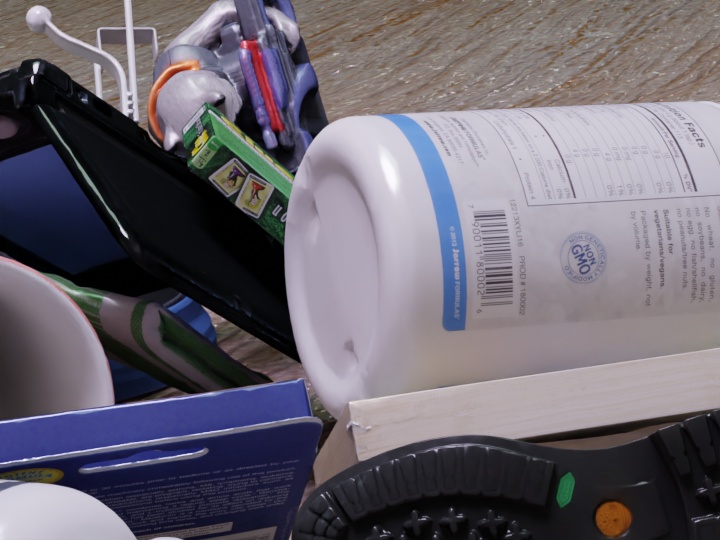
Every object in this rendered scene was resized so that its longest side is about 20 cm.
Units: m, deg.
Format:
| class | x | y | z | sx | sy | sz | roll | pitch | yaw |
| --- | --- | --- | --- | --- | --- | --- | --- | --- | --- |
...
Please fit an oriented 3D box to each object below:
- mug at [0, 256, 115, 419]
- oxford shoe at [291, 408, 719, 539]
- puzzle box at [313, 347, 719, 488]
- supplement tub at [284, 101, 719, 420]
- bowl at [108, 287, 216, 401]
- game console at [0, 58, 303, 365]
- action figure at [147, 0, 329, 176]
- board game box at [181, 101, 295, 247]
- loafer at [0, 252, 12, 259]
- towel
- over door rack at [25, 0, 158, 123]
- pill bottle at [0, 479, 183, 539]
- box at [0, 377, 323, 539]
| class | x | y | z | sx | sy | sz | roll | pitch | yaw |
| --- | --- | --- | --- | --- | --- | --- | --- | --- | --- |
| mug | -0.210 | 0.034 | 1.098 | 0.133 | 0.178 | 0.200 | -39 | 18 | -15 |
| oxford shoe | 0.074 | 0.096 | 0.945 | 0.198 | 0.073 | 0.084 | -6 | -8 | 1 |
| puzzle box | 0.084 | 0.063 | 1.020 | 0.198 | 0.026 | 0.133 | -8 | -13 | -10 |
| supplement tub | 0.079 | -0.004 | 1.074 | 0.198 | 0.133 | 0.132 | -3 | 10 | -23 |
| bowl | -0.177 | 0.035 | 1.364 | 0.199 | 0.040 | 0.201 | -5 | 13 | 1 |
| game console | -0.110 | 0.000 | 1.146 | 0.175 | 0.117 | 0.200 | -16 | -29 | 28 |
| action figure | -0.056 | -0.052 | 1.312 | 0.104 | 0.202 | 0.193 | -18 | -13 | 11 |
| board game box | 0.000 | 0.000 | 1.168 | 0.023 | 0.200 | 0.105 | -48 | 11 | 7 |
| loafer | -0.178 | -0.026 | 1.379 | 0.199 | 0.071 | 0.068 | -4 | 11 | 7 |
| towel | -0.144 | 0.013 | 1.198 | 0.199 | 0.024 | 0.152 | 22 | -8 | 28 |
| over door rack | -0.141 | -0.099 | 1.312 | 0.066 | 0.148 | 0.201 | 10 | 52 | -5 |
| pill bottle | -0.125 | 0.122 | 0.758 | 0.198 | 0.121 | 0.119 | 2 | 14 | 27 |
| box | -0.081 | 0.081 | 0.884 | 0.120 | 0.033 | 0.200 | -7 | -21 | -11 |
